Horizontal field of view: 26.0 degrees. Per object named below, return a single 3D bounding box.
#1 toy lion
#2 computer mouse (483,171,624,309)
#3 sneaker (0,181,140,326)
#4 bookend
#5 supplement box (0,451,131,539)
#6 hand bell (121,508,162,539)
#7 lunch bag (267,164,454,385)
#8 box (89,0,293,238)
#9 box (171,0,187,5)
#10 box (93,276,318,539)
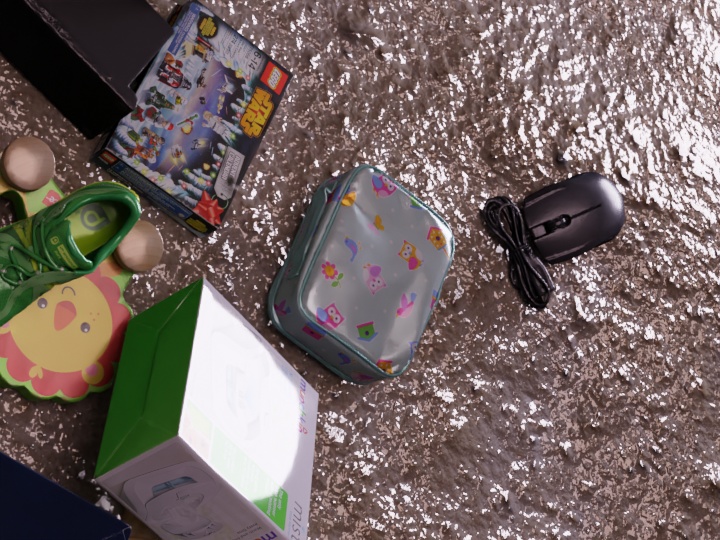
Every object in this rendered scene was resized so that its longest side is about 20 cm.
[{"bbox_3d":[-0.282,0.012,1.392,0.200,0.069,0.192,39,66,-19],"label":"toy lion"},{"bbox_3d":[0.240,-0.053,1.767,0.199,0.053,0.139,-28,92,-36],"label":"computer mouse"},{"bbox_3d":[-0.271,-0.016,1.323,0.200,0.083,0.074,-39,104,-21],"label":"sneaker"},{"bbox_3d":[-0.252,-0.270,1.468,0.199,0.092,0.200,45,55,-18],"label":"bookend"},{"bbox_3d":[-0.325,0.220,1.197,0.200,0.199,0.135,36,58,-29],"label":"supplement box"},{"bbox_3d":[-0.176,0.184,1.409,0.104,0.104,0.201,29,49,-24],"label":"hand bell"},{"bbox_3d":[0.000,0.000,1.572,0.160,0.077,0.201,34,60,-20],"label":"lunch bag"},{"bbox_3d":[-0.161,-0.152,1.528,0.137,0.040,0.201,36,59,-22],"label":"box"},{"bbox_3d":[-0.220,-0.327,1.400,0.199,0.078,0.096,19,65,-32],"label":"box"},{"bbox_3d":[-0.128,0.143,1.352,0.177,0.096,0.201,48,27,-29],"label":"box"}]
